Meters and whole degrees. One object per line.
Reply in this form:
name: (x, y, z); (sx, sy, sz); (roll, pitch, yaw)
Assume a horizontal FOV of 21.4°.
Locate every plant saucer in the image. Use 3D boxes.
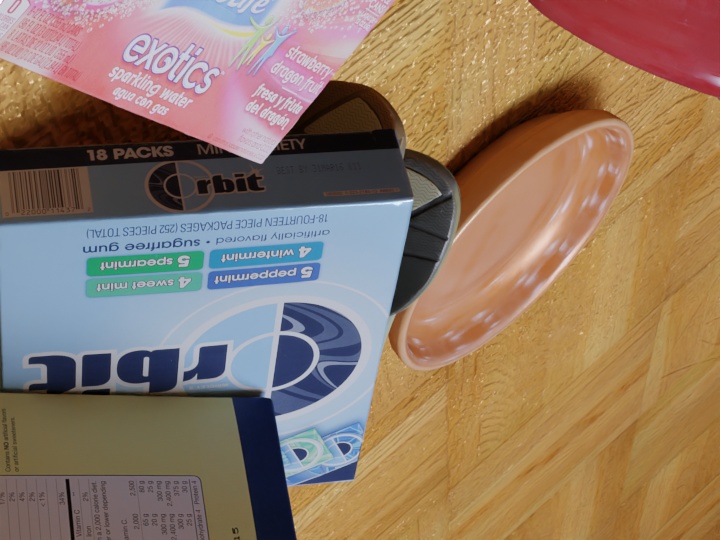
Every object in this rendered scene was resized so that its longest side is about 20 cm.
plant saucer: (0.087, -0.024, 1.173); (0.200, 0.037, 0.200); (-38, 158, -19)

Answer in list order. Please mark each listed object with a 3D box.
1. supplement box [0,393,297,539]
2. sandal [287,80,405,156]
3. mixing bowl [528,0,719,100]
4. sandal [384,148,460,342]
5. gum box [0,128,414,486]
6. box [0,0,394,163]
supplement box: (-0.145, 0.166, 0.838); (0.199, 0.135, 0.200); (3, 137, -18)
sandal: (-0.041, -0.012, 0.901); (0.054, 0.080, 0.200); (3, 135, -45)
mixing bowl: (0.117, -0.176, 0.814); (0.200, 0.108, 0.201); (5, 90, -89)
sandal: (-0.001, 0.000, 1.024); (0.057, 0.080, 0.201); (-50, 172, -41)
gum box: (-0.075, 0.027, 0.835); (0.169, 0.045, 0.200); (-4, 141, -13)
box: (-0.077, -0.116, 0.628); (0.095, 0.103, 0.200); (-50, 157, 10)
